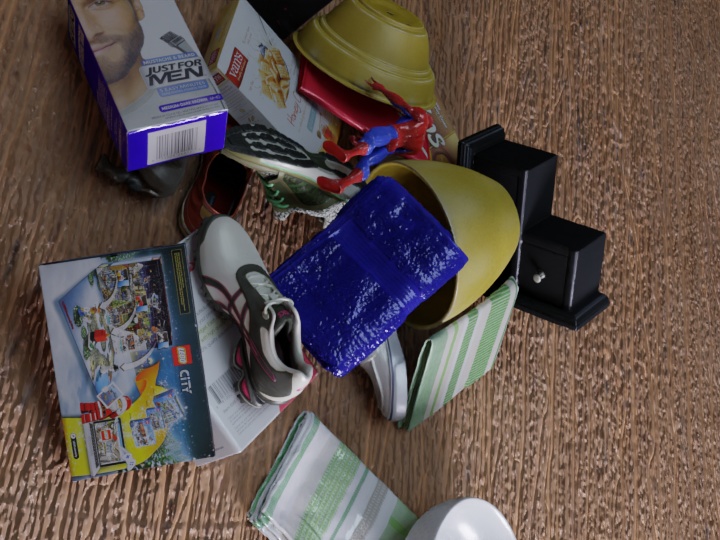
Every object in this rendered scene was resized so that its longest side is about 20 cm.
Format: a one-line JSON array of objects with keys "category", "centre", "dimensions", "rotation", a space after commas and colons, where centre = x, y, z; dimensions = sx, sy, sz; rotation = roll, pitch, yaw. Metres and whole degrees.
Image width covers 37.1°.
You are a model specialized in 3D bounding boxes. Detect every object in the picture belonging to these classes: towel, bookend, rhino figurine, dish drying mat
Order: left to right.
[{"category": "rhino figurine", "centre": [-0.210, -0.162, 1.171], "dimensions": [0.087, 0.060, 0.202], "rotation": [36, 52, -21]}, {"category": "towel", "centre": [-0.022, 0.272, 1.187], "dimensions": [0.200, 0.031, 0.150], "rotation": [45, 50, -19]}, {"category": "towel", "centre": [0.000, 0.000, 1.151], "dimensions": [0.200, 0.050, 0.148], "rotation": [-43, 67, -11]}, {"category": "dish drying mat", "centre": [0.007, -0.197, 1.324], "dimensions": [0.198, 0.018, 0.078], "rotation": [30, 41, -26]}, {"category": "towel", "centre": [0.123, 0.101, 1.320], "dimensions": [0.023, 0.154, 0.199], "rotation": [33, 40, 25]}, {"category": "bookend", "centre": [0.221, -0.057, 1.364], "dimensions": [0.092, 0.198, 0.202], "rotation": [-27, 129, -44]}]

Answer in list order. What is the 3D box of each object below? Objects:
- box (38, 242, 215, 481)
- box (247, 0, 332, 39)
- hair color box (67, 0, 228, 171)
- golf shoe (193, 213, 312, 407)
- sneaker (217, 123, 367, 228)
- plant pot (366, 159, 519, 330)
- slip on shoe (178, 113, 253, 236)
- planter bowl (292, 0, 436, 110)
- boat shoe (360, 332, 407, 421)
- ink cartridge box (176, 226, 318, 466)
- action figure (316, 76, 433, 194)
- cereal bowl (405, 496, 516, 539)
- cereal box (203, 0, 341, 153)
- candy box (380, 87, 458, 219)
[{"category": "box", "centre": [-0.216, 0.084, 1.002], "dimensions": [0.134, 0.038, 0.204], "rotation": [-8, 95, -9]}, {"category": "box", "centre": [-0.118, -0.403, 1.305], "dimensions": [0.199, 0.122, 0.107], "rotation": [37, 52, -24]}, {"category": "hair color box", "centre": [-0.223, -0.207, 1.108], "dimensions": [0.108, 0.065, 0.202], "rotation": [-16, 59, -23]}, {"category": "golf shoe", "centre": [-0.099, 0.032, 1.059], "dimensions": [0.077, 0.088, 0.203], "rotation": [-15, 82, -43]}, {"category": "sneaker", "centre": [-0.081, -0.093, 1.191], "dimensions": [0.198, 0.089, 0.077], "rotation": [20, 25, -36]}, {"category": "plant pot", "centre": [0.108, -0.045, 1.292], "dimensions": [0.140, 0.199, 0.203], "rotation": [-16, 84, -31]}, {"category": "slip on shoe", "centre": [-0.148, -0.121, 1.209], "dimensions": [0.074, 0.061, 0.202], "rotation": [33, 52, -24]}, {"category": "planter bowl", "centre": [0.022, -0.285, 1.324], "dimensions": [0.198, 0.084, 0.201], "rotation": [22, 26, -11]}, {"category": "boat shoe", "centre": [0.006, 0.081, 1.271], "dimensions": [0.069, 0.071, 0.203], "rotation": [-8, 82, -15]}, {"category": "ink cartridge box", "centre": [-0.159, 0.073, 1.106], "dimensions": [0.145, 0.083, 0.202], "rotation": [-41, 101, -44]}, {"category": "action figure", "centre": [0.006, -0.155, 1.202], "dimensions": [0.098, 0.066, 0.199], "rotation": [32, 37, 25]}, {"category": "cereal bowl", "centre": [0.103, 0.362, 1.215], "dimensions": [0.199, 0.083, 0.204], "rotation": [17, 68, -46]}, {"category": "cereal box", "centre": [-0.100, -0.205, 1.259], "dimensions": [0.200, 0.039, 0.145], "rotation": [45, 36, -33]}, {"category": "candy box", "centre": [0.077, -0.162, 1.428], "dimensions": [0.115, 0.055, 0.203], "rotation": [-22, 88, -44]}]
